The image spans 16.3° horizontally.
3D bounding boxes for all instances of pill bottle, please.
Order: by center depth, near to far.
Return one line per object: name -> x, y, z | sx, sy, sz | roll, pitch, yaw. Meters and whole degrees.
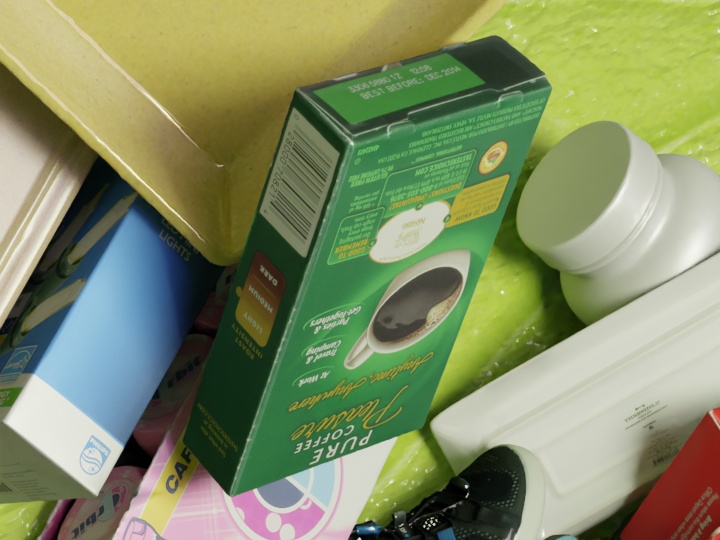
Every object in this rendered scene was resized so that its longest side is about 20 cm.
pill bottle -> 0.180, 0.006, 1.370 | 0.200, 0.109, 0.109 | 37, 63, -30

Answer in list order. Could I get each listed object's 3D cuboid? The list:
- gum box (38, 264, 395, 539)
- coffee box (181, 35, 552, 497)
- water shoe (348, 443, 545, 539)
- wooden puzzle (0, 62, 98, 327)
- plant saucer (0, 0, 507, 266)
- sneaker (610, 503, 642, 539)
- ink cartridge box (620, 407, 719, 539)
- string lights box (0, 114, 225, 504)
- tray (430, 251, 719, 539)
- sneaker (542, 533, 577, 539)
gum box -> -0.057, 0.086, 1.185 | 0.113, 0.066, 0.200 | 42, 61, -29
coffee box -> 0.000, 0.000, 1.082 | 0.123, 0.044, 0.200 | -19, 140, -39
water shoe -> 0.016, 0.151, 1.230 | 0.079, 0.071, 0.200 | 48, 67, -23
wooden puzzle -> -0.217, -0.051, 1.074 | 0.185, 0.037, 0.201 | 32, 71, -17
plant saucer -> -0.058, -0.139, 1.065 | 0.200, 0.048, 0.200 | -44, 106, 7
sneaker -> 0.160, 0.198, 1.349 | 0.073, 0.082, 0.200 | 49, 56, -22
ink cartridge box -> 0.218, 0.116, 1.309 | 0.199, 0.116, 0.067 | -15, 58, -35
string lights box -> -0.117, 0.006, 1.132 | 0.059, 0.103, 0.200 | 41, 60, -26
tray -> 0.145, 0.074, 1.313 | 0.200, 0.022, 0.108 | -30, 116, 0
sneaker -> 0.089, 0.237, 1.245 | 0.079, 0.095, 0.201 | 13, 100, -59
